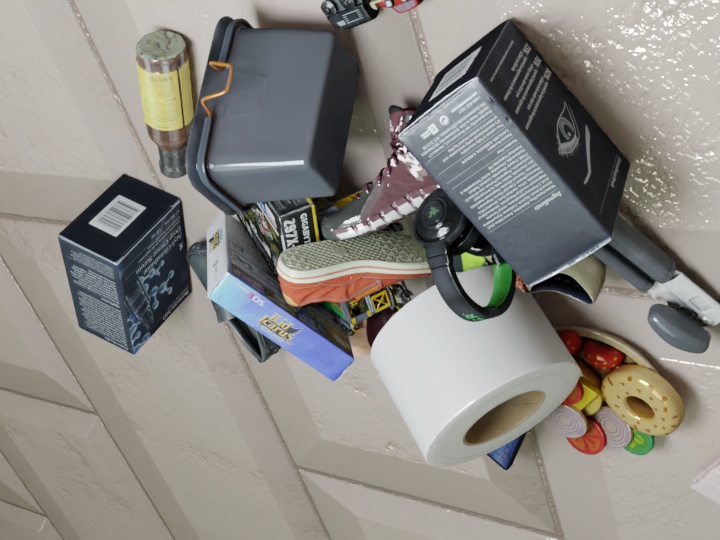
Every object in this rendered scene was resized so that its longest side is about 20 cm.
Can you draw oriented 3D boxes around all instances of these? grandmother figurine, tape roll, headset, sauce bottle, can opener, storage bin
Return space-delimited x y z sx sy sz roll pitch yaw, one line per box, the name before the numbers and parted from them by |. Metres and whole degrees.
grandmother figurine | 0.021 0.081 1.387 0.199 0.060 0.122 -16 92 55
tape roll | 0.129 0.110 1.210 0.140 0.201 0.203 60 152 28
headset | 0.095 -0.047 1.074 0.093 0.123 0.202 -14 82 39
sauce bottle | -0.241 -0.200 1.332 0.064 0.065 0.201 24 139 17
can opener | 0.296 0.011 1.107 0.199 0.067 0.053 36 145 -14
storage bin | -0.088 -0.170 1.130 0.133 0.202 0.146 1 160 24

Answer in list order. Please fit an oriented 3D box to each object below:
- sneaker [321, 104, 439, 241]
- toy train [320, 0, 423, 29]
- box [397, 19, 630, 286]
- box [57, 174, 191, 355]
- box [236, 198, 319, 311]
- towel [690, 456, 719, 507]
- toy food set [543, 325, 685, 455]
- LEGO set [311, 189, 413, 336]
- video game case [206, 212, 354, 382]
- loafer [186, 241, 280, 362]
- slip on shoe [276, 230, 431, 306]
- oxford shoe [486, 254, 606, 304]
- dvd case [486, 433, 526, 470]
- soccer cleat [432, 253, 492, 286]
sneaker | 0.033 -0.116 1.162 0.199 0.076 0.116 -22 105 10
toy train | 0.039 -0.276 1.051 0.199 0.034 0.046 -9 127 44
box | 0.152 -0.113 1.020 0.104 0.148 0.200 -33 105 36
box | -0.335 -0.007 1.541 0.106 0.149 0.201 24 141 18
box | -0.107 -0.073 1.282 0.200 0.049 0.160 54 159 40
towel | 0.512 0.259 1.227 0.199 0.032 0.192 32 142 6
toy food set | 0.279 0.149 1.287 0.199 0.049 0.198 34 143 4
LEGO set | -0.001 -0.035 1.299 0.154 0.115 0.201 22 134 68
video game case | -0.105 0.031 1.344 0.200 0.182 0.045 37 105 -23
loafer | -0.182 0.045 1.536 0.068 0.071 0.201 -18 116 47
slip on shoe | 0.000 0.000 1.197 0.074 0.198 0.062 -125 34 -46
oxford shoe | 0.168 -0.019 1.136 0.198 0.075 0.071 15 156 3
dvd case | 0.133 0.165 1.405 0.200 0.018 0.143 39 151 20
soccer cleat | 0.114 0.006 1.270 0.081 0.067 0.201 46 147 21
